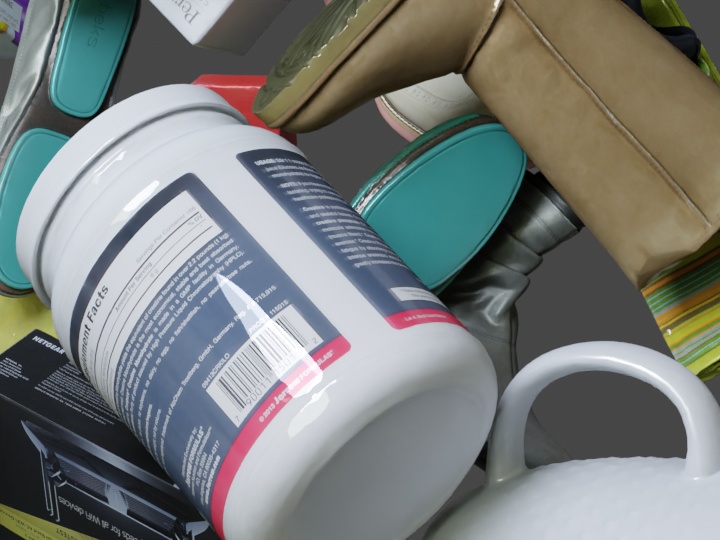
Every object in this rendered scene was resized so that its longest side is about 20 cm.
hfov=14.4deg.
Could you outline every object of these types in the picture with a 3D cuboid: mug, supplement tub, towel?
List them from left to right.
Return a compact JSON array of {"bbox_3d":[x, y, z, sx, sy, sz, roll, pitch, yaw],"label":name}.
[{"bbox_3d":[-0.048,0.027,1.257,0.140,0.140,0.200,-46,61,5],"label":"supplement tub"},{"bbox_3d":[0.114,0.130,1.262,0.175,0.147,0.201,4,104,32],"label":"mug"},{"bbox_3d":[0.156,-0.045,1.399,0.086,0.018,0.201,-32,59,12],"label":"towel"}]

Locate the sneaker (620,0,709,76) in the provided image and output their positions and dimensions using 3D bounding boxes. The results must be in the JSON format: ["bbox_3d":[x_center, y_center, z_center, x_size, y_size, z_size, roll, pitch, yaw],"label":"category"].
[{"bbox_3d":[0.093,-0.155,1.384,0.083,0.200,0.072,-40,14,6],"label":"sneaker"}]

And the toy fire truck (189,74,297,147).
[{"bbox_3d":[-0.068,0.014,1.443,0.048,0.141,0.201,2,111,11],"label":"toy fire truck"}]

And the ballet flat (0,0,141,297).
[{"bbox_3d":[-0.172,-0.078,1.566,0.064,0.067,0.201,-4,66,56],"label":"ballet flat"}]

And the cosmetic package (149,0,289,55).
[{"bbox_3d":[-0.045,-0.222,1.510,0.101,0.071,0.200,44,104,14],"label":"cosmetic package"}]

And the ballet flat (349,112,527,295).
[{"bbox_3d":[0.000,0.000,1.372,0.200,0.067,0.070,-52,26,-8],"label":"ballet flat"}]

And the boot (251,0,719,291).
[{"bbox_3d":[0.074,-0.067,1.320,0.175,0.200,0.066,-45,12,-7],"label":"boot"}]

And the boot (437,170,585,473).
[{"bbox_3d":[0.066,0.015,1.393,0.131,0.068,0.200,-48,53,2],"label":"boot"}]

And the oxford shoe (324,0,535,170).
[{"bbox_3d":[0.034,-0.124,1.436,0.070,0.074,0.200,-20,47,-22],"label":"oxford shoe"}]

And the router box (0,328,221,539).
[{"bbox_3d":[-0.096,0.136,1.382,0.199,0.158,0.052,25,45,32],"label":"router box"}]

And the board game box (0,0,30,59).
[{"bbox_3d":[-0.235,-0.231,1.623,0.104,0.103,0.201,-1,71,27],"label":"board game box"}]
